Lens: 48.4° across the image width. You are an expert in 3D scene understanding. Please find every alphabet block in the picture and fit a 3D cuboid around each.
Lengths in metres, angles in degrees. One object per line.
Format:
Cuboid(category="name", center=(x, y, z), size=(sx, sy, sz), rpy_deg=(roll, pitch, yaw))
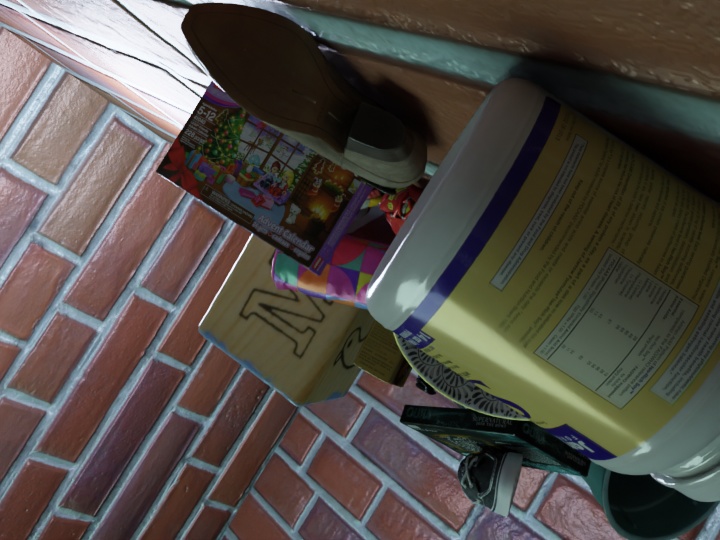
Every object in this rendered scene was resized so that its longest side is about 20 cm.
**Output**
Cuboid(category="alphabet block", center=(-0.078, 0.055, 1.160), size=(0.196, 0.201, 0.195), rpy_deg=(33, -173, 17))

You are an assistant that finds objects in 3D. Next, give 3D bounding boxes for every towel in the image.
Cuboid(category="towel", center=(-0.017, -0.075, 1.041), size=(0.199, 0.023, 0.144), rpy_deg=(31, -152, 13))

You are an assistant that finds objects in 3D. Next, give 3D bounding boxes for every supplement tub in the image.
Cuboid(category="supplement tub", center=(0.119, 0.012, 0.414), size=(0.199, 0.146, 0.145), rpy_deg=(33, 177, -1))

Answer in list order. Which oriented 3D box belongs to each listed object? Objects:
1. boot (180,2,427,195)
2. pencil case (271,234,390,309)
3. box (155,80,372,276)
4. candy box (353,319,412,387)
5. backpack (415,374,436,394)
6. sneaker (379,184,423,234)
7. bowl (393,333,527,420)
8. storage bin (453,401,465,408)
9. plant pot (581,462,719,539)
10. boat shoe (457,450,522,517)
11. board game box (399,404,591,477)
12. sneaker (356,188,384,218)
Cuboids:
Cuboid(category="boot", center=(-0.038, -0.124, 0.622), size=(0.199, 0.071, 0.146), rpy_deg=(33, 179, -1))
Cuboid(category="pencil case", center=(0.000, 0.000, 0.920), size=(0.198, 0.089, 0.088), rpy_deg=(11, 175, 6))
Cuboid(category="box", center=(-0.088, -0.105, 0.790), size=(0.199, 0.137, 0.039), rpy_deg=(31, 178, 18))
Cuboid(category="candy box", center=(0.069, 0.048, 1.037), size=(0.056, 0.201, 0.117), rpy_deg=(28, 176, 16))
Cuboid(category="backpack", center=(0.174, 0.084, 0.901), size=(0.198, 0.148, 0.183), rpy_deg=(13, 176, 7))
Cuboid(category="sneaker", center=(0.057, -0.050, 0.799), size=(0.085, 0.077, 0.200), rpy_deg=(38, 177, -3))
Cuboid(category="bowl", center=(0.133, 0.026, 0.695), size=(0.200, 0.201, 0.094), rpy_deg=(32, -139, -2))
Cuboid(category="storage bin", center=(0.174, 0.105, 1.115), size=(0.134, 0.200, 0.146), rpy_deg=(43, 176, -5))
Cuboid(category="plant pot", center=(0.338, 0.203, 1.021), size=(0.200, 0.201, 0.196), rpy_deg=(34, -175, -26))
Cuboid(category="boat shoe", center=(0.150, 0.249, 0.961), size=(0.067, 0.072, 0.200), rpy_deg=(16, 167, 8))
Cuboid(category="board game box", center=(0.159, 0.204, 0.971), size=(0.135, 0.028, 0.199), rpy_deg=(32, 158, -30))
Cuboid(category="sneaker", center=(-0.035, -0.087, 0.898), size=(0.078, 0.082, 0.200), rpy_deg=(64, 173, -1))
